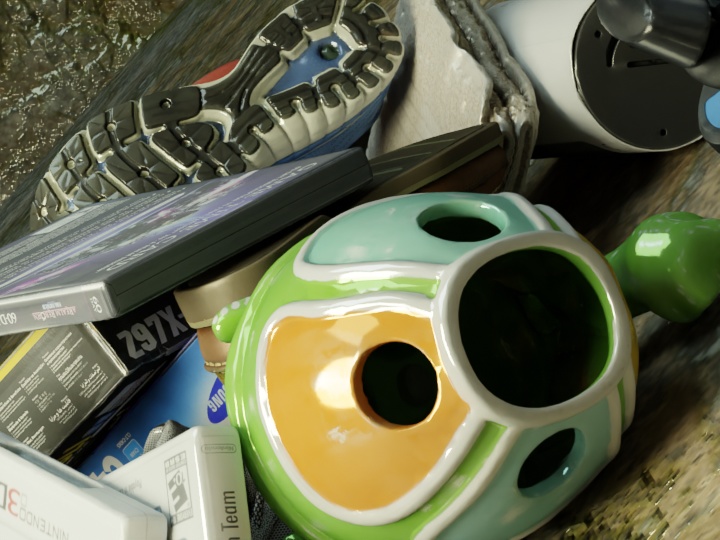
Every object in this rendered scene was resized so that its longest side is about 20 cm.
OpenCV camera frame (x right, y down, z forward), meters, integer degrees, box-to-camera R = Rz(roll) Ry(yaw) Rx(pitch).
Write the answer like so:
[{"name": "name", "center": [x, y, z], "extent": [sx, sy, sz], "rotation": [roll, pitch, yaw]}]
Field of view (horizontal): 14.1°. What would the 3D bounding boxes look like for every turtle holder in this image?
[{"name": "turtle holder", "center": [0.049, 0.038, 1.076], "extent": [0.132, 0.185, 0.141], "rotation": [-31, 55, 57]}]

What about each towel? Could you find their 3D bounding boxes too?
[{"name": "towel", "center": [0.036, -0.055, 1.370], "extent": [0.200, 0.034, 0.133], "rotation": [-114, 34, -63]}]

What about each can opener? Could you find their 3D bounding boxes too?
[{"name": "can opener", "center": [0.134, -0.126, 1.178], "extent": [0.063, 0.079, 0.200], "rotation": [-59, 14, 18]}]

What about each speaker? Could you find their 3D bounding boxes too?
[{"name": "speaker", "center": [0.104, -0.093, 1.358], "extent": [0.081, 0.081, 0.200], "rotation": [-51, 13, -9]}]

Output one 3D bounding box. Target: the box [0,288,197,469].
[{"name": "box", "center": [-0.121, 0.054, 1.329], "extent": [0.160, 0.049, 0.200], "rotation": [-29, -12, -50]}]

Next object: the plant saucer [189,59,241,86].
[{"name": "plant saucer", "center": [-0.098, 0.012, 1.555], "extent": [0.200, 0.037, 0.200], "rotation": [-59, 31, 25]}]

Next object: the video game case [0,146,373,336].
[{"name": "video game case", "center": [-0.107, -0.006, 1.209], "extent": [0.143, 0.019, 0.200], "rotation": [-29, 13, -37]}]

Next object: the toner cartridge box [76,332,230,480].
[{"name": "toner cartridge box", "center": [-0.061, 0.060, 1.300], "extent": [0.095, 0.043, 0.200], "rotation": [-35, -8, -40]}]

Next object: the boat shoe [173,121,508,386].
[{"name": "boat shoe", "center": [0.000, 0.000, 1.202], "extent": [0.072, 0.068, 0.200], "rotation": [-15, 13, 45]}]

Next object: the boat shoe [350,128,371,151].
[{"name": "boat shoe", "center": [-0.035, -0.009, 1.606], "extent": [0.060, 0.076, 0.200], "rotation": [-14, 48, 37]}]

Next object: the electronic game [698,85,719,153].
[{"name": "electronic game", "center": [0.209, -0.123, 1.170], "extent": [0.200, 0.042, 0.200], "rotation": [-46, 12, 13]}]

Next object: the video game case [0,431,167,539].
[{"name": "video game case", "center": [-0.128, 0.174, 1.135], "extent": [0.182, 0.022, 0.201], "rotation": [16, 104, 60]}]

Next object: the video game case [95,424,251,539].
[{"name": "video game case", "center": [-0.088, 0.170, 1.107], "extent": [0.200, 0.024, 0.182], "rotation": [-30, 63, 56]}]

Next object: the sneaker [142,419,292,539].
[{"name": "sneaker", "center": [-0.023, 0.085, 1.181], "extent": [0.200, 0.114, 0.075], "rotation": [-49, 12, 2]}]

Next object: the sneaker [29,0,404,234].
[{"name": "sneaker", "center": [-0.064, -0.048, 1.383], "extent": [0.200, 0.079, 0.089], "rotation": [-30, -25, -14]}]
